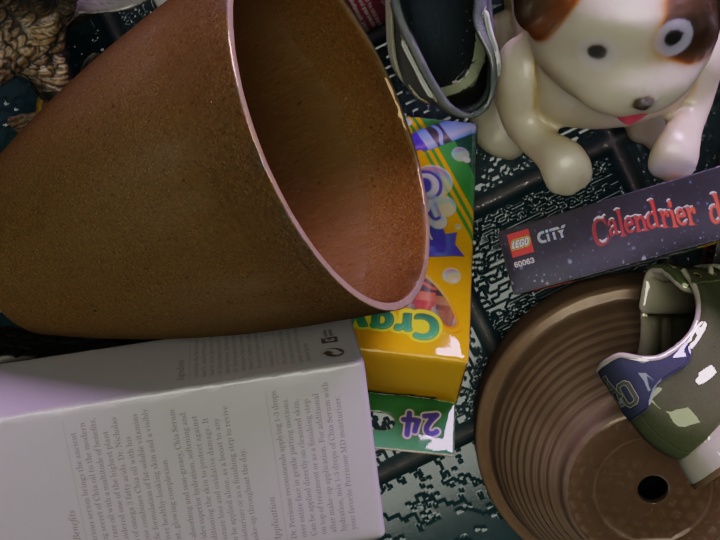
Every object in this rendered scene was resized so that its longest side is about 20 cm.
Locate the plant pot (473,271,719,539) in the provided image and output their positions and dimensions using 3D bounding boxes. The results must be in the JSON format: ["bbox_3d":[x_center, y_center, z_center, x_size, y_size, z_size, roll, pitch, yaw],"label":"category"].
[{"bbox_3d":[0.167,0.109,0.800,0.200,0.093,0.202,2,109,5],"label":"plant pot"}]

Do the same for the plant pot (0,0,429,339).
[{"bbox_3d":[-0.094,-0.039,0.684,0.199,0.186,0.187,-21,96,24],"label":"plant pot"}]

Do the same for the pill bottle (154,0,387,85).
[{"bbox_3d":[-0.016,-0.185,0.756,0.200,0.110,0.110,-26,95,5],"label":"pill bottle"}]

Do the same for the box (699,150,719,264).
[{"bbox_3d":[0.289,-0.062,0.822,0.136,0.040,0.201,9,97,2],"label":"box"}]

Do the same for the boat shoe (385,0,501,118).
[{"bbox_3d":[0.039,-0.166,0.676,0.073,0.062,0.200,-18,129,-10],"label":"boat shoe"}]

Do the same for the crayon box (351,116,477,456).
[{"bbox_3d":[0.000,0.000,0.773,0.125,0.052,0.201,6,58,-1],"label":"crayon box"}]

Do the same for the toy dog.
[{"bbox_3d":[0.141,-0.137,0.738,0.139,0.200,0.195,6,97,0],"label":"toy dog"}]

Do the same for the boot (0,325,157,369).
[{"bbox_3d":[-0.180,0.105,0.747,0.199,0.077,0.139,2,100,2],"label":"boot"}]

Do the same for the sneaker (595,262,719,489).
[{"bbox_3d":[0.199,0.019,0.740,0.090,0.067,0.200,40,57,2],"label":"sneaker"}]

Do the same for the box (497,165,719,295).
[{"bbox_3d":[0.192,-0.033,0.746,0.199,0.136,0.038,-16,87,27],"label":"box"}]

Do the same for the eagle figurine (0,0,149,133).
[{"bbox_3d":[-0.216,-0.139,0.730,0.151,0.151,0.200,-23,131,25],"label":"eagle figurine"}]

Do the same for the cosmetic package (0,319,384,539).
[{"bbox_3d":[-0.094,0.092,0.686,0.199,0.071,0.102,-8,110,-5],"label":"cosmetic package"}]
